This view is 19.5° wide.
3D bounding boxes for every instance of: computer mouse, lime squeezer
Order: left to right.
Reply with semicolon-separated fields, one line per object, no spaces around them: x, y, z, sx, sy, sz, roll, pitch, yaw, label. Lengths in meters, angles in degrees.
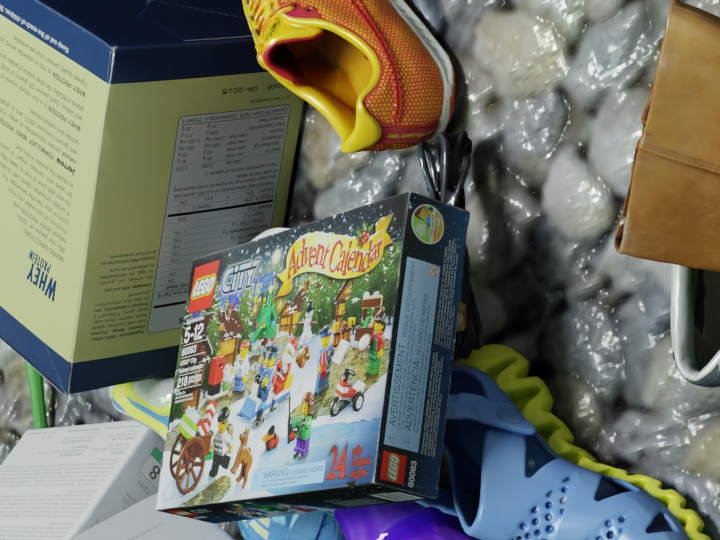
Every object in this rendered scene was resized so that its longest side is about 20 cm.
-0.231;0.017;1.389;0.071;0.038;0.201;-25;79;51;lime squeezer
0.000;0.000;1.087;0.200;0.044;0.110;-14;82;54;computer mouse

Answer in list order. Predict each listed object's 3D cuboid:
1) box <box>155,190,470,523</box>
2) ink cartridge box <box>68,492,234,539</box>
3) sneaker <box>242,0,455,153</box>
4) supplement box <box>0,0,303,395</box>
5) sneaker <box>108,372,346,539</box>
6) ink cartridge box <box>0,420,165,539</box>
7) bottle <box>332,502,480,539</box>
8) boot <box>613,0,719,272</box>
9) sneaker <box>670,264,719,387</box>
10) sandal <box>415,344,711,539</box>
-0.027;0.048;1.025;0.200;0.038;0.137;-16;63;54;box
-0.075;0.236;1.169;0.200;0.084;0.145;36;143;41;ink cartridge box
-0.028;-0.137;1.072;0.200;0.077;0.073;50;134;36;sneaker
-0.149;-0.068;1.190;0.200;0.134;0.200;33;122;43;supplement box
-0.073;0.109;1.178;0.200;0.076;0.105;9;104;50;sneaker
-0.206;0.180;1.278;0.050;0.200;0.161;46;149;-24;ink cartridge box
0.048;0.176;1.045;0.200;0.065;0.084;56;137;28;bottle
0.202;-0.060;0.725;0.199;0.069;0.189;18;130;5;boot
0.163;-0.045;0.852;0.073;0.071;0.201;11;106;50;sneaker
0.082;0.113;0.976;0.200;0.087;0.080;39;123;39;sandal
